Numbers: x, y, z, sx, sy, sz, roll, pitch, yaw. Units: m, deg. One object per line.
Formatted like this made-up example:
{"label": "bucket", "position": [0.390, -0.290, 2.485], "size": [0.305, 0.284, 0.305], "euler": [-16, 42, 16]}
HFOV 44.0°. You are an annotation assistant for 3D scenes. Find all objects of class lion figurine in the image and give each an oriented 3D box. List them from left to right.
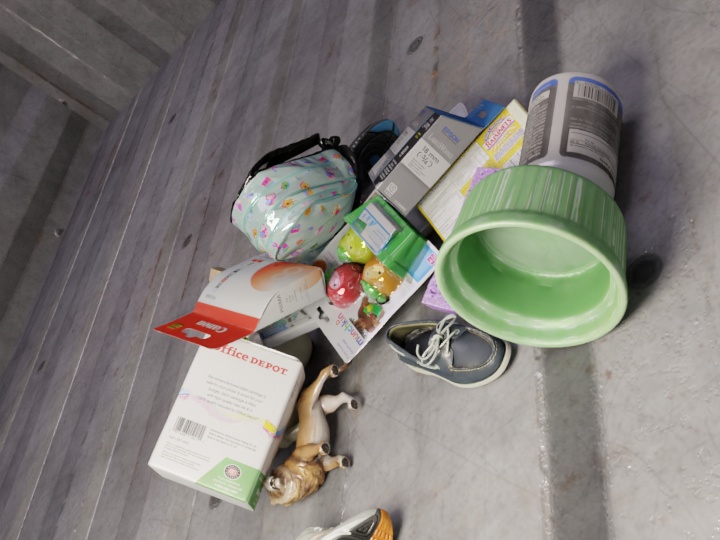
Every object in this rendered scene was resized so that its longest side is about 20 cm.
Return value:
{"label": "lion figurine", "position": [-0.066, 0.222, 1.223], "size": [0.122, 0.072, 0.201], "euler": [-27, 38, 45]}

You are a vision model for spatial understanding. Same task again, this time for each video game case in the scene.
{"label": "video game case", "position": [-0.081, 0.016, 1.360], "size": [0.198, 0.022, 0.183], "euler": [-24, 44, -8]}

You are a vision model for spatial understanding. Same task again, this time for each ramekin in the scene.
{"label": "ramekin", "position": [0.185, -0.017, 0.940], "size": [0.199, 0.200, 0.098], "euler": [-25, 34, 45]}

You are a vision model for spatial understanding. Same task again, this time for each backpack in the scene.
{"label": "backpack", "position": [-0.090, -0.099, 1.309], "size": [0.126, 0.199, 0.168], "euler": [39, 126, 24]}

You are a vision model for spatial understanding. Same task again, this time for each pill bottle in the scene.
{"label": "pill bottle", "position": [0.241, -0.123, 1.036], "size": [0.113, 0.113, 0.201], "euler": [-24, 40, 46]}

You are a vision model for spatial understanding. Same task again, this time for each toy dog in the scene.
{"label": "toy dog", "position": [-0.140, 0.160, 1.342], "size": [0.193, 0.139, 0.202], "euler": [-12, 50, 36]}

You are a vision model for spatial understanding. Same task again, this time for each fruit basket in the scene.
{"label": "fruit basket", "position": [0.000, 0.000, 1.259], "size": [0.200, 0.094, 0.185], "euler": [-43, 48, 4]}

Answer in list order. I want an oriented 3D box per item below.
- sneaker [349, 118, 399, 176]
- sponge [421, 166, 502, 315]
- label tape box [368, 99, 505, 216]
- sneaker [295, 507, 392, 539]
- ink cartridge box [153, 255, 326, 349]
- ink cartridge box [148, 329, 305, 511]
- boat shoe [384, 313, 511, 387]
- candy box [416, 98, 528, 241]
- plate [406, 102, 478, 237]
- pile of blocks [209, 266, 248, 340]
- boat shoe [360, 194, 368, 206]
{"label": "sneaker", "position": [-0.012, -0.187, 1.556], "size": [0.200, 0.073, 0.082], "euler": [-50, 27, 11]}
{"label": "sponge", "position": [0.161, -0.037, 1.131], "size": [0.111, 0.030, 0.202], "euler": [12, 76, 47]}
{"label": "label tape box", "position": [0.102, -0.183, 1.268], "size": [0.200, 0.063, 0.144], "euler": [-48, 13, 8]}
{"label": "sneaker", "position": [-0.041, 0.332, 1.071], "size": [0.200, 0.075, 0.092], "euler": [-44, 26, 22]}
{"label": "ink cartridge box", "position": [-0.172, 0.039, 1.245], "size": [0.199, 0.051, 0.161], "euler": [-23, 22, -38]}
{"label": "ink cartridge box", "position": [-0.176, 0.202, 1.213], "size": [0.084, 0.143, 0.202], "euler": [88, -158, -67]}
{"label": "boat shoe", "position": [0.103, 0.092, 1.095], "size": [0.199, 0.062, 0.075], "euler": [9, 66, 60]}
{"label": "candy box", "position": [0.171, -0.125, 1.209], "size": [0.200, 0.026, 0.103], "euler": [-46, 54, 19]}
{"label": "plate", "position": [0.113, -0.135, 1.346], "size": [0.200, 0.032, 0.200], "euler": [-45, 30, 22]}
{"label": "pile of blocks", "position": [-0.180, 0.077, 1.483], "size": [0.082, 0.201, 0.062], "euler": [-28, -2, 24]}
{"label": "boat shoe", "position": [0.003, -0.094, 1.443], "size": [0.059, 0.072, 0.200], "euler": [-39, 35, 1]}
